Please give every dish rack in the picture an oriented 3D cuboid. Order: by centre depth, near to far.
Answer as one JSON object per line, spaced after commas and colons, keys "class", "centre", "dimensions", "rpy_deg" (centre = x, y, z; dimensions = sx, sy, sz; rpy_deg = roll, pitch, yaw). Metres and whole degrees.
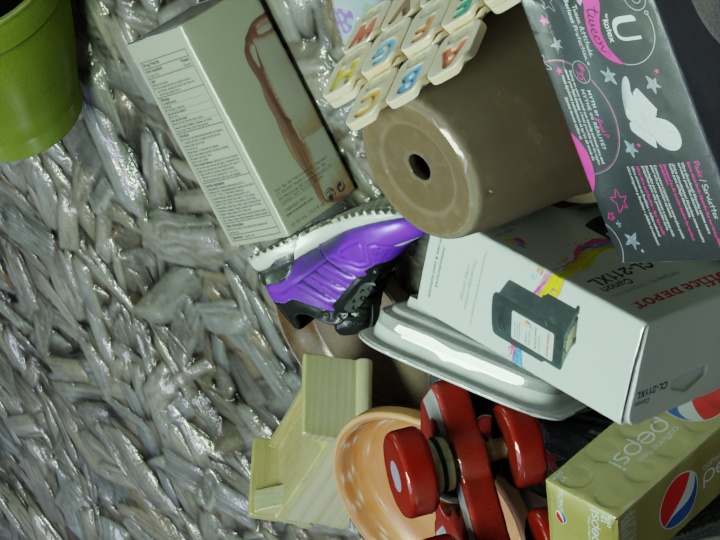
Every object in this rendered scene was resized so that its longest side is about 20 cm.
{"class": "dish rack", "centre": [0.106, 0.055, 1.659], "dimensions": [0.170, 0.200, 0.044], "rpy_deg": [22, 101, 19]}

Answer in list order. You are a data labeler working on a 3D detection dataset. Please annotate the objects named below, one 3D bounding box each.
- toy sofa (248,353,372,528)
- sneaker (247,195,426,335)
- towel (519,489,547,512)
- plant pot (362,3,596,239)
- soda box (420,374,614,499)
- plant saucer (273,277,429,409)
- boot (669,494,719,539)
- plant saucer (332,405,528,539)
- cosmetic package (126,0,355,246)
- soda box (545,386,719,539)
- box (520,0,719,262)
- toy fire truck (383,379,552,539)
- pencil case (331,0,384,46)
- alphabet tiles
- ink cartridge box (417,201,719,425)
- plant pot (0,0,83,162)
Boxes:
{"class": "toy sofa", "centre": [-0.032, 0.158, 1.969], "dimensions": [0.200, 0.097, 0.084], "rpy_deg": [120, 155, -56]}
{"class": "sneaker", "centre": [0.000, 0.000, 1.818], "dimensions": [0.199, 0.069, 0.100], "rpy_deg": [-19, 96, 42]}
{"class": "towel", "centre": [0.211, 0.200, 1.751], "dimensions": [0.190, 0.032, 0.202], "rpy_deg": [14, 127, 32]}
{"class": "plant pot", "centre": [0.096, -0.112, 1.525], "dimensions": [0.200, 0.174, 0.201], "rpy_deg": [35, 143, 31]}
{"class": "soda box", "centre": [0.147, 0.130, 1.685], "dimensions": [0.199, 0.063, 0.071], "rpy_deg": [24, 122, 25]}
{"class": "plant saucer", "centre": [0.001, 0.056, 1.937], "dimensions": [0.200, 0.034, 0.202], "rpy_deg": [33, 141, 32]}
{"class": "boot", "centre": [0.257, 0.223, 1.615], "dimensions": [0.068, 0.198, 0.132], "rpy_deg": [-111, 10, -60]}
{"class": "plant saucer", "centre": [0.066, 0.193, 1.820], "dimensions": [0.199, 0.037, 0.201], "rpy_deg": [24, 136, 26]}
{"class": "cosmetic package", "centre": [-0.102, -0.131, 1.851], "dimensions": [0.103, 0.087, 0.201], "rpy_deg": [-5, 116, 56]}
{"class": "soda box", "centre": [0.221, 0.135, 1.558], "dimensions": [0.067, 0.199, 0.064], "rpy_deg": [25, 136, 37]}
{"class": "box", "centre": [0.213, -0.123, 1.399], "dimensions": [0.114, 0.132, 0.201], "rpy_deg": [0, 119, 49]}
{"class": "toy fire truck", "centre": [0.080, 0.189, 1.632], "dimensions": [0.168, 0.111, 0.202], "rpy_deg": [119, 136, -70]}
{"class": "pencil case", "centre": [0.017, -0.197, 1.635], "dimensions": [0.090, 0.083, 0.201], "rpy_deg": [1, 122, 33]}
{"class": "alphabet tiles", "centre": [0.055, -0.182, 1.483], "dimensions": [0.199, 0.196, 0.015], "rpy_deg": [-26, 120, 41]}
{"class": "ink cartridge box", "centre": [0.165, 0.017, 1.565], "dimensions": [0.199, 0.145, 0.084], "rpy_deg": [29, 121, 35]}
{"class": "plant pot", "centre": [-0.349, -0.212, 2.032], "dimensions": [0.200, 0.200, 0.194], "rpy_deg": [30, 152, 34]}
